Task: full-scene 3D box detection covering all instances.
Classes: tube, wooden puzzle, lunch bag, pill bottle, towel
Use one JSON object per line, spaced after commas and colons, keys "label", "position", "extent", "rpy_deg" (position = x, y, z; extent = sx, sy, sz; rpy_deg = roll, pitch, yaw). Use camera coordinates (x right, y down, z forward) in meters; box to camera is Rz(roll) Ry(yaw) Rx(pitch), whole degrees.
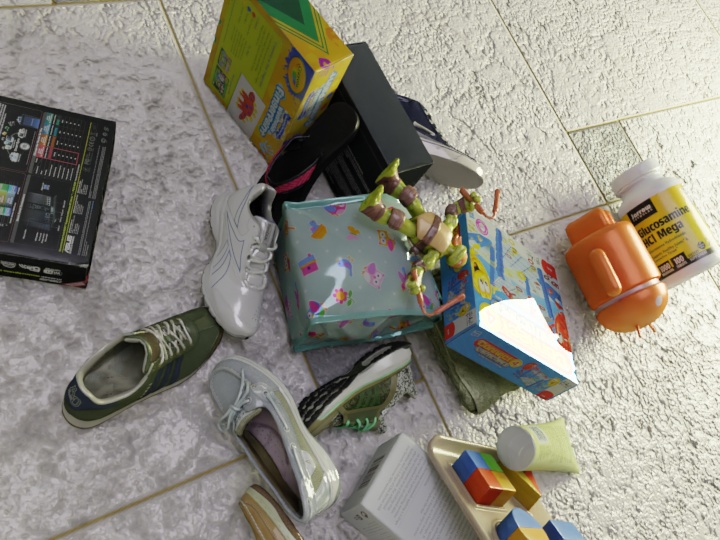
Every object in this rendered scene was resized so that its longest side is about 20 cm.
{"label": "tube", "position": [0.236, 0.226, 0.856], "extent": [0.198, 0.051, 0.059], "rpy_deg": [17, 95, -52]}
{"label": "wooden puzzle", "position": [0.181, 0.274, 0.759], "extent": [0.183, 0.046, 0.201], "rpy_deg": [25, 25, -41]}
{"label": "lunch bag", "position": [0.000, 0.000, 0.852], "extent": [0.196, 0.122, 0.174], "rpy_deg": [-6, 67, -23]}
{"label": "pill bottle", "position": [0.504, -0.080, 1.122], "extent": [0.111, 0.113, 0.203], "rpy_deg": [-17, 73, -30]}
{"label": "towel", "position": [0.155, 0.083, 0.931], "extent": [0.146, 0.037, 0.203], "rpy_deg": [-20, 74, -32]}

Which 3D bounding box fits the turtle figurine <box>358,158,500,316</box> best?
{"label": "turtle figurine", "position": [0.083, -0.059, 0.823], "extent": [0.161, 0.064, 0.202], "rpy_deg": [40, 69, -13]}

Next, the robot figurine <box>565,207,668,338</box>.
{"label": "robot figurine", "position": [0.391, 0.006, 1.027], "extent": [0.114, 0.144, 0.203], "rpy_deg": [-21, 73, -7]}

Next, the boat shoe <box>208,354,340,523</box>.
{"label": "boat shoe", "position": [-0.102, 0.178, 0.728], "extent": [0.203, 0.074, 0.064], "rpy_deg": [51, 23, 16]}

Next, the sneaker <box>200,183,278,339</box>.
{"label": "sneaker", "position": [-0.139, -0.019, 0.808], "extent": [0.074, 0.086, 0.205], "rpy_deg": [21, 56, -46]}

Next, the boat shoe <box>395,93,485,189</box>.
{"label": "boat shoe", "position": [0.106, -0.201, 1.024], "extent": [0.196, 0.075, 0.095], "rpy_deg": [21, 66, -12]}

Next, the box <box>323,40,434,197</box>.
{"label": "box", "position": [-0.002, -0.187, 0.931], "extent": [0.078, 0.141, 0.203], "rpy_deg": [-20, 75, -30]}

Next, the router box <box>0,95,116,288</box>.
{"label": "router box", "position": [-0.370, -0.091, 0.765], "extent": [0.147, 0.062, 0.204], "rpy_deg": [11, 62, -20]}

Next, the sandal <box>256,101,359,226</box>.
{"label": "sandal", "position": [-0.082, -0.137, 0.862], "extent": [0.075, 0.201, 0.045], "rpy_deg": [46, 12, 22]}

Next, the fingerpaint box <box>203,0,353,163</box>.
{"label": "fingerpaint box", "position": [-0.115, -0.266, 0.884], "extent": [0.073, 0.200, 0.168], "rpy_deg": [-34, 81, -33]}

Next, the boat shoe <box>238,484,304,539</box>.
{"label": "boat shoe", "position": [-0.076, 0.323, 0.695], "extent": [0.076, 0.072, 0.201], "rpy_deg": [-34, 81, -17]}

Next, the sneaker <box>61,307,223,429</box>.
{"label": "sneaker", "position": [-0.224, 0.093, 0.723], "extent": [0.199, 0.090, 0.068], "rpy_deg": [-33, 80, -33]}

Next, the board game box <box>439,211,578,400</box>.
{"label": "board game box", "position": [0.194, 0.043, 0.896], "extent": [0.198, 0.056, 0.199], "rpy_deg": [29, 43, -29]}

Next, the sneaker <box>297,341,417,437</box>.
{"label": "sneaker", "position": [0.001, 0.166, 0.807], "extent": [0.198, 0.077, 0.090], "rpy_deg": [-31, 97, -28]}

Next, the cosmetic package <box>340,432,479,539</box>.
{"label": "cosmetic package", "position": [0.086, 0.296, 0.774], "extent": [0.199, 0.071, 0.102], "rpy_deg": [41, 55, -1]}
